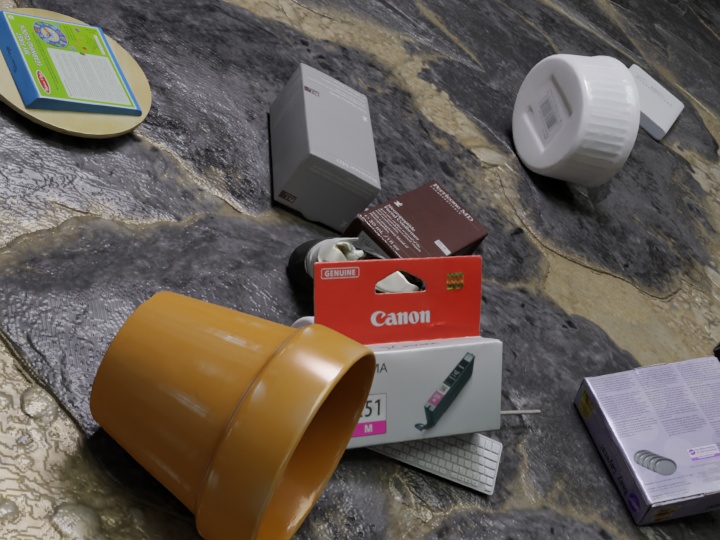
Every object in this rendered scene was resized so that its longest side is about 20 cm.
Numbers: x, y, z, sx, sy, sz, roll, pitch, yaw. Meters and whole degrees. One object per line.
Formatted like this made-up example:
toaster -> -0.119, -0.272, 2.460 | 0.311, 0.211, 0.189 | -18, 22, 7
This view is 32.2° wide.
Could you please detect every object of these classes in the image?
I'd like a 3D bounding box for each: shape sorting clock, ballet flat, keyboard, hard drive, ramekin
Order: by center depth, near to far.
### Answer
keyboard -> 0.057, 0.169, 1.255 | 0.199, 0.011, 0.056 | 24, 72, -22
ballet flat -> 0.000, 0.000, 1.307 | 0.199, 0.068, 0.068 | 19, -18, 29
shape sorting clock -> -0.323, -0.215, 1.358 | 0.199, 0.039, 0.200 | 26, 36, -20
ramekin -> 0.316, -0.229, 1.874 | 0.097, 0.201, 0.201 | 5, 44, -31
hard drive -> 0.543, -0.322, 2.371 | 0.132, 0.026, 0.200 | 41, 32, 4

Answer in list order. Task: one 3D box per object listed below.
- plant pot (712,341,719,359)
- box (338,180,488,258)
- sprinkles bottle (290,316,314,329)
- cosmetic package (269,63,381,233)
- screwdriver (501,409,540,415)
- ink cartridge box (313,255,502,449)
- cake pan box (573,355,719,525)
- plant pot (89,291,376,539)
plant pot -> 0.663, 0.113, 1.806 | 0.178, 0.200, 0.199 | 57, 34, 5
box -> 0.061, -0.032, 1.482 | 0.100, 0.075, 0.200 | 45, 31, 11
sprinkles bottle -> 0.017, 0.085, 1.294 | 0.199, 0.068, 0.068 | 5, 45, -42
cosmetic package -> -0.046, -0.149, 1.511 | 0.107, 0.090, 0.200 | 24, 31, -27
screwdriver -> 0.131, 0.157, 1.351 | 0.199, 0.028, 0.029 | 6, 15, -36
ink cartridge box -> 0.048, 0.077, 1.218 | 0.199, 0.174, 0.044 | -3, 8, -29
cake pan box -> 0.377, 0.195, 1.467 | 0.199, 0.052, 0.185 | -8, 52, -20
plant pot -> -0.114, 0.113, 1.034 | 0.183, 0.201, 0.200 | 27, 30, 13
